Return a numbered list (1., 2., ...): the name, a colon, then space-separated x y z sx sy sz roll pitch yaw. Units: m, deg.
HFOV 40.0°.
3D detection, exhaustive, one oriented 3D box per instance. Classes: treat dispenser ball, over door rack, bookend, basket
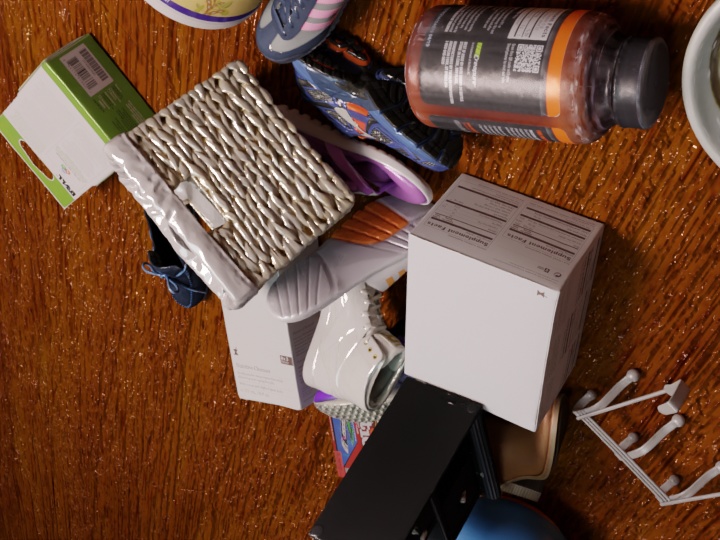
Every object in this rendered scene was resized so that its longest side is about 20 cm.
1. treat dispenser ball: 0.165 0.379 1.212 0.200 0.201 0.201 23 138 22
2. over door rack: 0.316 0.168 0.982 0.148 0.067 0.200 45 162 -3
3. bookend: 0.057 0.256 1.052 0.092 0.200 0.199 19 148 28
4. basket: -0.132 -0.082 1.004 0.198 0.161 0.200 50 171 -4

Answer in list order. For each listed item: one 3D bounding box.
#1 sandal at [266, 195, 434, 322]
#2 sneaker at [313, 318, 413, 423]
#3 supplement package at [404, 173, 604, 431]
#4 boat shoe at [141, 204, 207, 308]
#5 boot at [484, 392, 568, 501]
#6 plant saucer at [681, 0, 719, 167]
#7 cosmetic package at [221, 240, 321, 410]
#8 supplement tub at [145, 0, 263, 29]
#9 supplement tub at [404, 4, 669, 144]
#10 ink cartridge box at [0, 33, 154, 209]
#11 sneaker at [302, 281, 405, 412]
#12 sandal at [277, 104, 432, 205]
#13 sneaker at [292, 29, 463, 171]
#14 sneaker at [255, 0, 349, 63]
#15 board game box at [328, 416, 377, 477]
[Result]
1. sandal: -0.005 -0.005 1.020 0.079 0.206 0.059 49 166 34
2. sneaker: 0.039 0.110 1.138 0.199 0.100 0.070 -17 150 20
3. supplement package: 0.137 0.033 0.987 0.155 0.111 0.201 22 137 23
4. boat shoe: -0.254 -0.024 1.297 0.084 0.069 0.201 17 135 28
5. boot: 0.150 0.188 1.133 0.154 0.074 0.200 20 138 12
6. plant saucer: 0.337 -0.136 0.709 0.200 0.050 0.201 24 138 23
7. cosmetic package: -0.101 0.056 1.193 0.113 0.081 0.201 4 112 39
8. supplement tub: -0.111 -0.318 0.842 0.145 0.145 0.200 46 142 -5
9. supplement tub: 0.143 -0.160 0.806 0.199 0.107 0.107 13 133 32
10. ink cartridge box: -0.356 -0.180 1.235 0.148 0.076 0.200 52 142 -13
11. sneaker: 0.014 0.051 1.073 0.115 0.074 0.201 21 102 40
12. sandal: -0.015 -0.105 1.015 0.202 0.050 0.082 29 172 24
13. sneaker: 0.016 -0.157 0.955 0.200 0.075 0.079 39 151 17
14. sneaker: -0.043 -0.254 0.862 0.200 0.082 0.070 -38 76 37
15. board game box: -0.008 0.157 1.215 0.103 0.019 0.201 -9 91 52
